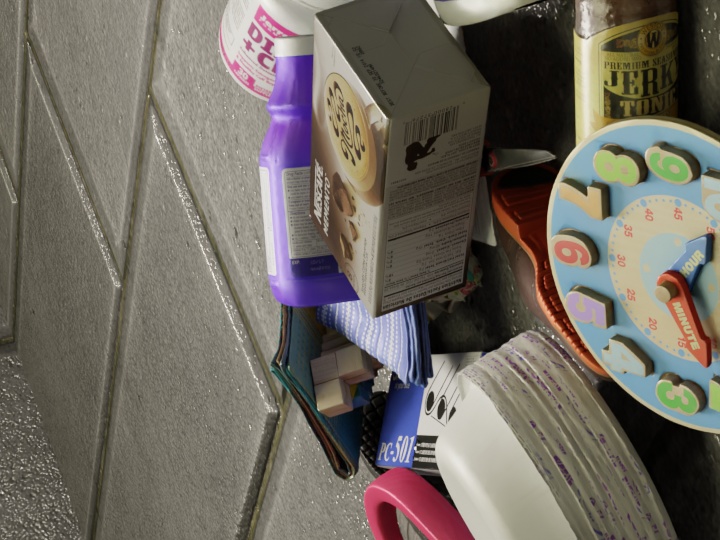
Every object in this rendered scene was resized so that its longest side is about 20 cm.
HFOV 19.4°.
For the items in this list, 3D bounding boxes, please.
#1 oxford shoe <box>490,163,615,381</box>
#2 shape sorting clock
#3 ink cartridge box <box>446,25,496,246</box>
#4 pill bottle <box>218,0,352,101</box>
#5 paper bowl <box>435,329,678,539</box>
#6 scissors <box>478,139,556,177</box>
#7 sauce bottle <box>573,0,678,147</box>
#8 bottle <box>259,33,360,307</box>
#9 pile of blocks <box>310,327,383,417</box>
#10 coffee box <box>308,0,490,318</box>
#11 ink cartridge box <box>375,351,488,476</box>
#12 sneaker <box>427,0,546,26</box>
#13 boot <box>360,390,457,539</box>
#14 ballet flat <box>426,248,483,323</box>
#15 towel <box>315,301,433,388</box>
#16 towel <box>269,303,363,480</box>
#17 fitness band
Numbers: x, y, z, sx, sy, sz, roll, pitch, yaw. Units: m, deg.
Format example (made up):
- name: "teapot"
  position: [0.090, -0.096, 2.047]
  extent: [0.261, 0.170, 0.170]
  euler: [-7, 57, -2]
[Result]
- name: "oxford shoe"
  position: [0.145, 0.012, 1.415]
  extent: [0.200, 0.071, 0.073]
  euler: [-112, 11, -47]
- name: "shape sorting clock"
  position: [0.188, 0.005, 1.239]
  extent: [0.199, 0.039, 0.201]
  euler: [23, 128, 33]
- name: "ink cartridge box"
  position: [0.067, -0.114, 1.551]
  extent: [0.200, 0.050, 0.163]
  euler: [-156, 54, -67]
- name: "pill bottle"
  position: [-0.043, -0.221, 1.688]
  extent: [0.200, 0.113, 0.114]
  euler: [126, 127, -66]
- name: "paper bowl"
  position: [0.125, 0.150, 1.423]
  extent: [0.201, 0.104, 0.201]
  euler: [58, 172, 13]
- name: "scissors"
  position: [0.089, -0.070, 1.424]
  extent: [0.200, 0.014, 0.074]
  euler: [-147, 47, -60]
- name: "sauce bottle"
  position: [0.158, -0.138, 1.257]
  extent: [0.065, 0.064, 0.201]
  euler: [-135, 33, -56]
- name: "bottle"
  position: [-0.034, -0.076, 1.577]
  extent: [0.065, 0.083, 0.201]
  euler: [-167, 70, -67]
- name: "pile of blocks"
  position: [0.009, 0.065, 1.785]
  extent: [0.200, 0.062, 0.082]
  euler: [-77, -36, -59]
- name: "coffee box"
  position: [0.023, -0.079, 1.450]
  extent: [0.113, 0.079, 0.201]
  euler: [57, 157, 35]
- name: "ink cartridge box"
  position: [0.071, 0.116, 1.673]
  extent: [0.200, 0.044, 0.095]
  euler: [170, 111, -72]
- name: "sneaker"
  position: [0.069, -0.246, 1.404]
  extent: [0.200, 0.080, 0.147]
  euler: [-150, 44, -72]
- name: "boot"
  position: [0.042, 0.214, 1.835]
  extent: [0.132, 0.069, 0.200]
  euler: [96, 151, -49]
- name: "ballet flat"
  position: [0.047, 0.013, 1.690]
  extent: [0.064, 0.076, 0.200]
  euler: [42, 167, -5]
- name: "towel"
  position: [0.000, 0.000, 1.658]
  extent: [0.200, 0.024, 0.146]
  euler: [-149, 49, -61]
- name: "towel"
  position: [-0.033, 0.064, 1.797]
  extent: [0.201, 0.022, 0.147]
  euler: [-87, -27, -50]
- name: "fitness band"
  position: [0.076, 0.241, 1.674]
  extent: [0.200, 0.037, 0.144]
  euler: [44, 156, 30]
